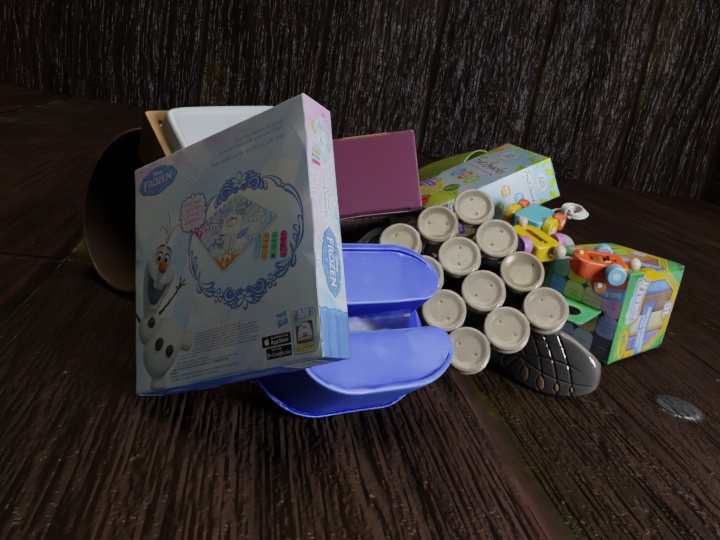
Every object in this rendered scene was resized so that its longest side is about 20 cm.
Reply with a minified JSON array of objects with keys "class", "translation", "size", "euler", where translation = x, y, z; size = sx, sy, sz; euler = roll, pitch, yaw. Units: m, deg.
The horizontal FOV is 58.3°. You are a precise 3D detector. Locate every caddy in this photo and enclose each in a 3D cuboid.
[{"class":"caddy","translation":[-0.011,0.055,0.593],"size":[0.196,0.145,0.105],"euler":[0,-18,-32]}]

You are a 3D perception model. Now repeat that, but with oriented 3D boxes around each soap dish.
[{"class":"soap dish","translation":[-0.134,-0.096,0.704],"size":[0.080,0.160,0.199],"euler":[-30,-4,33]}]

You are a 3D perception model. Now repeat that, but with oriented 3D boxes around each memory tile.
[{"class":"memory tile","translation":[0.124,0.006,0.722],"size":[0.151,0.017,0.202],"euler":[-26,62,-8]}]

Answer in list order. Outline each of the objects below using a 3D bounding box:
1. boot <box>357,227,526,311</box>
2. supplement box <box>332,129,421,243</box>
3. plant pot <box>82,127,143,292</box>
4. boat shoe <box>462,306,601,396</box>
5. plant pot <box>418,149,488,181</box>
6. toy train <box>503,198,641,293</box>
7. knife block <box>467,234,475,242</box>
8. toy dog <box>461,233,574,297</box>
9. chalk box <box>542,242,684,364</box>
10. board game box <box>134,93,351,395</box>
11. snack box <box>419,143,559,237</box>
[{"class":"boot","translation":[0.105,0.006,0.779],"size":[0.197,0.067,0.164],"euler":[24,29,29]},{"class":"supplement box","translation":[0.014,-0.105,0.881],"size":[0.128,0.106,0.200],"euler":[-5,-6,2]},{"class":"plant pot","translation":[-0.217,-0.064,0.836],"size":[0.184,0.191,0.199],"euler":[20,7,30]},{"class":"boat shoe","translation":[0.187,0.081,0.750],"size":[0.197,0.077,0.071],"euler":[24,19,34]},{"class":"plant pot","translation":[0.173,-0.152,1.367],"size":[0.197,0.192,0.185],"euler":[5,9,43]},{"class":"toy train","translation":[0.258,-0.029,0.829],"size":[0.146,0.057,0.201],"euler":[8,27,-3]},{"class":"knife block","translation":[0.202,-0.078,1.098],"size":[0.064,0.176,0.199],"euler":[45,-6,-34]},{"class":"toy dog","translation":[0.209,-0.008,0.951],"size":[0.196,0.135,0.096],"euler":[4,13,-23]},{"class":"chalk box","translation":[0.326,0.039,0.879],"size":[0.197,0.127,0.123],"euler":[-5,21,-41]},{"class":"board game box","translation":[-0.106,-0.013,0.529],"size":[0.196,0.204,0.043],"euler":[-14,-16,30]},{"class":"snack box","translation":[0.181,-0.123,1.008],"size":[0.196,0.069,0.169],"euler":[-23,20,-3]}]
